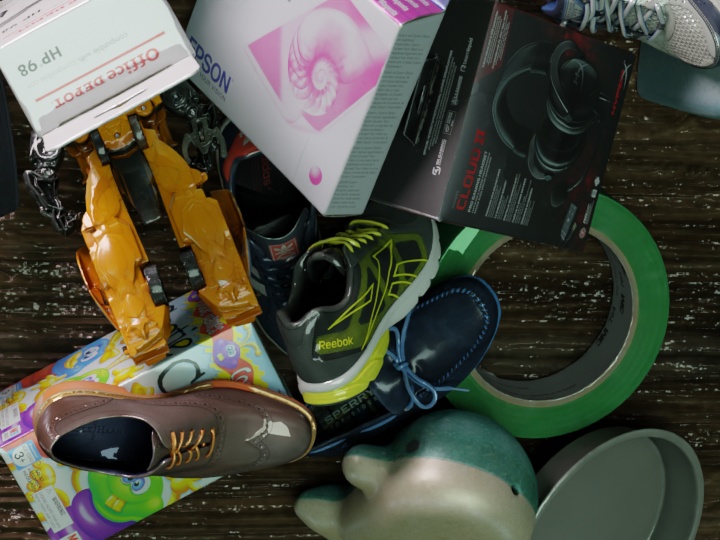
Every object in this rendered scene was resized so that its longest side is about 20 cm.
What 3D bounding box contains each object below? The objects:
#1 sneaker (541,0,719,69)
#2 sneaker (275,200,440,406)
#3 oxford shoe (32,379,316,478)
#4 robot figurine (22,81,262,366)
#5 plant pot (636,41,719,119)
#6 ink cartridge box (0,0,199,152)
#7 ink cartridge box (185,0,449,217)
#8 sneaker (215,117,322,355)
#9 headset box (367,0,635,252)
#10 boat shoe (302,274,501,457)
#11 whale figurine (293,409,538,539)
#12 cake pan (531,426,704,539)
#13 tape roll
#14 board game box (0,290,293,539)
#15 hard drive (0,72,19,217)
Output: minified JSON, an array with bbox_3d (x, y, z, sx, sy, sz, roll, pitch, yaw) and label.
[{"bbox_3d":[0.171,-0.193,1.329,0.085,0.200,0.077,-38,154,-32],"label":"sneaker"},{"bbox_3d":[0.000,0.000,1.351,0.074,0.201,0.085,-3,135,27],"label":"sneaker"},{"bbox_3d":[-0.124,0.119,1.304,0.198,0.073,0.072,0,107,-13],"label":"oxford shoe"},{"bbox_3d":[-0.150,-0.043,1.326,0.144,0.058,0.201,-21,74,-4],"label":"robot figurine"},{"bbox_3d":[0.328,-0.197,1.352,0.194,0.200,0.198,-1,108,-12],"label":"plant pot"},{"bbox_3d":[-0.178,-0.153,1.246,0.115,0.200,0.067,-29,111,-3],"label":"ink cartridge box"},{"bbox_3d":[-0.032,-0.172,1.260,0.043,0.196,0.201,-5,128,-41],"label":"ink cartridge box"},{"bbox_3d":[-0.057,-0.015,1.382,0.074,0.085,0.202,-22,112,-5],"label":"sneaker"},{"bbox_3d":[0.092,-0.103,1.304,0.199,0.077,0.150,11,95,-52],"label":"headset box"},{"bbox_3d":[0.025,0.084,1.402,0.084,0.069,0.200,47,116,9],"label":"boat shoe"},{"bbox_3d":[0.044,0.165,1.438,0.159,0.199,0.104,39,54,-32],"label":"whale figurine"},{"bbox_3d":[0.188,0.208,1.503,0.199,0.037,0.202,-19,124,-30],"label":"cake pan"},{"bbox_3d":[0.137,0.027,1.462,0.198,0.048,0.202,-4,109,-12],"label":"tape roll"},{"bbox_3d":[-0.155,0.105,1.388,0.199,0.103,0.105,-28,112,-3],"label":"board game box"},{"bbox_3d":[-0.298,-0.111,1.281,0.135,0.042,0.202,-31,121,-42],"label":"hard drive"}]
